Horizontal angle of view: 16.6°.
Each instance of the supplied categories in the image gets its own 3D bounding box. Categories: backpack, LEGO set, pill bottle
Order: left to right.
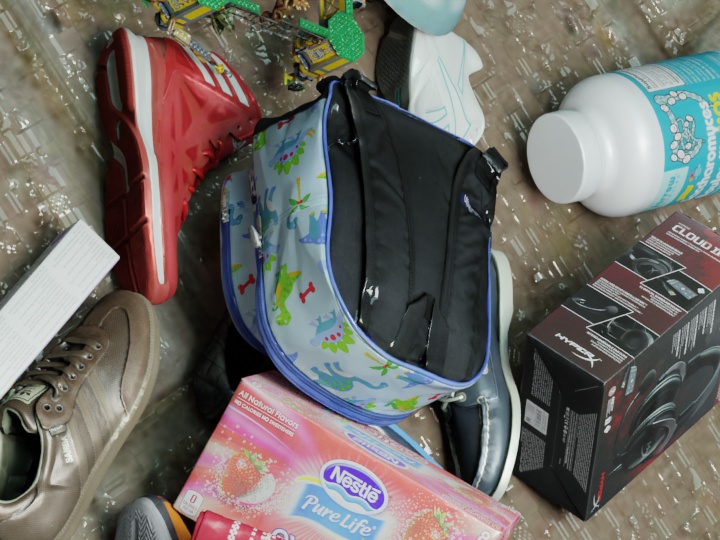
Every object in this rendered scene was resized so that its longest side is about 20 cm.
[{"bbox_3d":[-0.097,-0.205,1.760,0.199,0.116,0.155,7,70,-45],"label":"LEGO set"},{"bbox_3d":[0.000,0.000,1.664,0.183,0.147,0.201,26,49,-37],"label":"backpack"},{"bbox_3d":[0.227,-0.104,1.907,0.199,0.111,0.111,-15,81,-32],"label":"pill bottle"}]

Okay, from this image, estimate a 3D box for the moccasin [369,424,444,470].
[{"bbox_3d":[0.013,0.152,1.716,0.200,0.080,0.068,36,59,-14],"label":"moccasin"}]

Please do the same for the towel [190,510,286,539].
[{"bbox_3d":[-0.037,0.251,1.568,0.199,0.022,0.145,21,94,1],"label":"towel"}]

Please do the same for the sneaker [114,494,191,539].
[{"bbox_3d":[-0.088,0.234,1.642,0.112,0.077,0.201,-20,94,-38],"label":"sneaker"}]

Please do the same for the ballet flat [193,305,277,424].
[{"bbox_3d":[-0.060,0.022,1.731,0.066,0.057,0.201,30,60,-18],"label":"ballet flat"}]

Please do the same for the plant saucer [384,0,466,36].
[{"bbox_3d":[0.025,-0.269,1.836,0.200,0.027,0.201,46,28,-33],"label":"plant saucer"}]

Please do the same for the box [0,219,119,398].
[{"bbox_3d":[-0.235,0.050,1.632,0.041,0.039,0.200,44,58,-12],"label":"box"}]

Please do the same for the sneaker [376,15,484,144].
[{"bbox_3d":[0.054,-0.095,1.830,0.080,0.070,0.201,19,64,-26],"label":"sneaker"}]

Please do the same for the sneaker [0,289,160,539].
[{"bbox_3d":[-0.193,0.089,1.611,0.076,0.070,0.201,46,54,-43],"label":"sneaker"}]

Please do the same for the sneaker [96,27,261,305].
[{"bbox_3d":[-0.115,-0.072,1.720,0.115,0.078,0.201,3,73,-28],"label":"sneaker"}]

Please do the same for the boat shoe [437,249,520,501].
[{"bbox_3d":[0.075,0.071,1.782,0.062,0.075,0.201,13,66,-28],"label":"boat shoe"}]

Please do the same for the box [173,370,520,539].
[{"bbox_3d":[-0.007,0.158,1.627,0.199,0.095,0.103,31,96,9],"label":"box"}]

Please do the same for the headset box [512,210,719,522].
[{"bbox_3d":[0.204,0.064,1.808,0.077,0.149,0.200,34,51,28],"label":"headset box"}]
